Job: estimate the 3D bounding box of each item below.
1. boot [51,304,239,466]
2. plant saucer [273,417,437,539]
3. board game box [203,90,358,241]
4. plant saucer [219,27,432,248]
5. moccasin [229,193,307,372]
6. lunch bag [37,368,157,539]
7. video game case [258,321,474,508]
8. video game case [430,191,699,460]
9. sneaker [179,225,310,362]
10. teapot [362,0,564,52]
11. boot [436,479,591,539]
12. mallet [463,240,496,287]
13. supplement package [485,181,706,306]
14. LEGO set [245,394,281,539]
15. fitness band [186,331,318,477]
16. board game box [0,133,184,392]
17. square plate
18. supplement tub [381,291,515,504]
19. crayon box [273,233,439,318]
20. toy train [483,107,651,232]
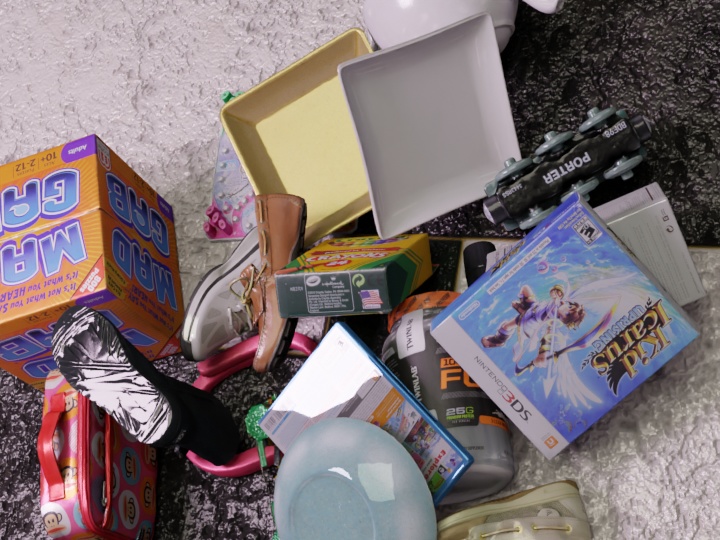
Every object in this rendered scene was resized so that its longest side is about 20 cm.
[{"bbox_3d":[-0.232,0.131,1.553,0.200,0.168,0.077,41,91,25],"label":"boot"},{"bbox_3d":[-0.018,0.247,1.404,0.199,0.039,0.204,4,97,35],"label":"plant saucer"},{"bbox_3d":[-0.091,-0.137,1.736,0.198,0.026,0.202,-3,67,20],"label":"board game box"},{"bbox_3d":[-0.038,-0.146,1.654,0.199,0.048,0.201,-29,77,10],"label":"plant saucer"},{"bbox_3d":[-0.103,0.011,1.564,0.077,0.074,0.204,4,77,0],"label":"moccasin"},{"bbox_3d":[-0.297,0.205,1.580,0.081,0.176,0.202,-13,65,19],"label":"lunch bag"},{"bbox_3d":[0.002,0.171,1.432,0.200,0.018,0.144,45,106,23],"label":"video game case"},{"bbox_3d":[0.200,0.057,1.408,0.200,0.045,0.181,-42,99,14],"label":"video game case"},{"bbox_3d":[-0.114,0.034,1.617,0.114,0.076,0.201,17,53,26],"label":"sneaker"},{"bbox_3d":[0.104,-0.283,1.646,0.196,0.200,0.147,-24,81,-19],"label":"teapot"},{"bbox_3d":[0.149,0.308,1.406,0.198,0.072,0.156,-17,64,-8],"label":"boot"},{"bbox_3d":[0.210,-0.006,1.557,0.198,0.041,0.067,-7,64,14],"label":"mallet"},{"bbox_3d":[0.239,0.004,1.474,0.198,0.114,0.110,-23,98,11],"label":"supplement package"},{"bbox_3d":[-0.028,0.215,1.526,0.153,0.115,0.202,-28,73,28],"label":"LEGO set"},{"bbox_3d":[-0.117,0.152,1.617,0.198,0.037,0.145,-25,64,11],"label":"fitness band"},{"bbox_3d":[-0.343,-0.003,1.676,0.198,0.200,0.202,-17,62,14],"label":"board game box"},{"bbox_3d":[0.078,-0.161,1.567,0.197,0.202,0.028,-23,22,-22],"label":"square plate"},{"bbox_3d":[0.088,0.132,1.493,0.121,0.123,0.202,-16,64,14],"label":"supplement tub"},{"bbox_3d":[0.000,0.000,1.548,0.125,0.200,0.051,-4,102,19],"label":"crayon box"},{"bbox_3d":[0.222,-0.108,1.550,0.199,0.114,0.086,-30,88,3],"label":"toy train"}]
